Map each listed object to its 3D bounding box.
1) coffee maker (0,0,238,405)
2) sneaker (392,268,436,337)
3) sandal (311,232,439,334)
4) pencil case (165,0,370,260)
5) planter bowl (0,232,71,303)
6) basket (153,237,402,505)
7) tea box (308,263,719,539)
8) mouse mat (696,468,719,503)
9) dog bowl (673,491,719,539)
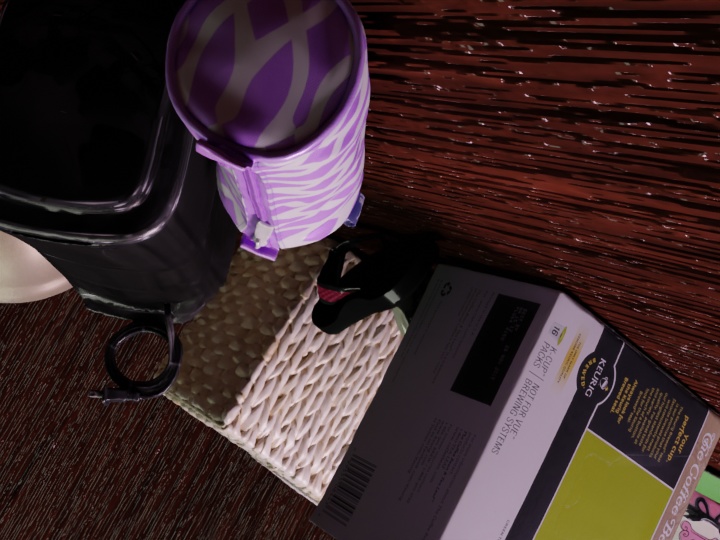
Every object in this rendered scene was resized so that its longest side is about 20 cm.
[{"bbox_3d":[-0.127,-0.038,0.613,0.132,0.196,0.200,-14,170,-1],"label":"coffee maker"},{"bbox_3d":[0.072,0.057,0.868,0.093,0.071,0.199,11,163,48],"label":"sneaker"},{"bbox_3d":[0.000,0.000,0.808,0.045,0.076,0.200,37,163,-9],"label":"sandal"},{"bbox_3d":[-0.039,-0.063,0.507,0.083,0.086,0.200,30,171,6],"label":"pencil case"},{"bbox_3d":[-0.351,-0.088,1.141,0.198,0.201,0.136,27,145,16],"label":"planter bowl"},{"bbox_3d":[-0.054,0.080,1.017,0.160,0.200,0.199,38,169,-27],"label":"basket"},{"bbox_3d":[0.108,0.135,0.757,0.196,0.202,0.133,35,169,-31],"label":"tea box"},{"bbox_3d":[0.336,0.205,1.058,0.198,0.008,0.161,27,171,25],"label":"mouse mat"},{"bbox_3d":[0.315,0.261,1.228,0.198,0.075,0.200,30,171,5],"label":"dog bowl"}]
